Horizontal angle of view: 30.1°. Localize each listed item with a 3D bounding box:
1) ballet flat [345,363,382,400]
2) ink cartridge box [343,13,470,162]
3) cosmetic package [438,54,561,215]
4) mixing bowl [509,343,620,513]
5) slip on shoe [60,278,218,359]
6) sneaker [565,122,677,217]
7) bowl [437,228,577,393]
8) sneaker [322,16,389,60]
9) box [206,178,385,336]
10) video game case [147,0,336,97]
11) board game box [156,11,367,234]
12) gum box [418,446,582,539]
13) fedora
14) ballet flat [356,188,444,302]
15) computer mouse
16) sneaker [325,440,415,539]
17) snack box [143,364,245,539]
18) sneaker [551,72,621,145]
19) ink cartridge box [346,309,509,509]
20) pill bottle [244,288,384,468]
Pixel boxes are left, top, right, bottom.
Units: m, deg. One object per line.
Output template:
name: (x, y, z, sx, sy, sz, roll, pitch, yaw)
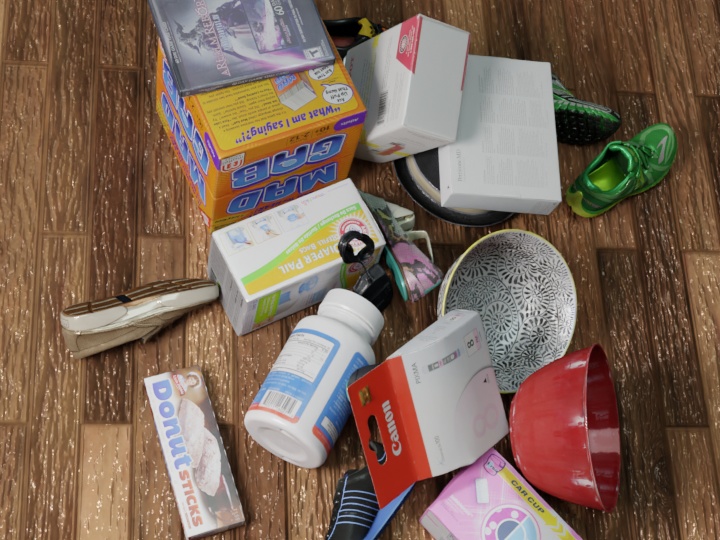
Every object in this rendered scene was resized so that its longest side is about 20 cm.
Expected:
ballet flat: (0.070, 0.137, 1.613, 0.198, 0.073, 0.074, 3, 59, -46)
ink cartridge box: (0.050, -0.229, 1.734, 0.082, 0.199, 0.147, 12, 81, -26)
cosmetic package: (0.176, -0.178, 1.735, 0.149, 0.052, 0.203, 5, 69, -15)
mixing bowl: (0.244, 0.192, 1.621, 0.107, 0.200, 0.203, -5, 62, 21)
slip on shoe: (-0.267, 0.058, 1.648, 0.198, 0.076, 0.061, -16, 108, -25)
sneaker: (0.369, -0.143, 1.839, 0.199, 0.084, 0.074, -36, 75, -23)
bowl: (0.167, 0.047, 1.691, 0.198, 0.094, 0.204, -2, 95, -26)
sneaker: (0.019, -0.308, 1.848, 0.197, 0.090, 0.071, 2, 65, -9)
box: (-0.082, -0.017, 1.684, 0.198, 0.113, 0.102, -23, 71, -20)
video game case: (-0.145, -0.293, 1.629, 0.197, 0.019, 0.144, -14, 69, -17)
board game box: (-0.133, -0.204, 1.711, 0.198, 0.200, 0.202, -19, 70, -18)
gum box: (0.173, 0.318, 1.599, 0.113, 0.066, 0.200, -40, 77, -23)
fedora: (0.142, -0.160, 1.799, 0.197, 0.092, 0.203, 4, 65, -8)
ballet flat: (0.049, -0.040, 1.721, 0.070, 0.070, 0.201, -22, 48, -12)
computer mouse: (0.000, 0.000, 1.649, 0.059, 0.201, 0.034, -42, 62, -11)
sneaker: (-0.010, 0.291, 1.582, 0.077, 0.070, 0.200, 34, 58, 11)
snack box: (-0.200, 0.216, 1.602, 0.071, 0.024, 0.202, -14, 69, -15)
sneaker: (0.272, -0.241, 1.870, 0.198, 0.078, 0.086, 20, 63, 0)
ink cartridge box: (0.083, 0.161, 1.550, 0.199, 0.057, 0.165, -35, 116, -43)
pill bottle: (-0.049, 0.127, 1.623, 0.111, 0.113, 0.201, 29, 63, 4)
